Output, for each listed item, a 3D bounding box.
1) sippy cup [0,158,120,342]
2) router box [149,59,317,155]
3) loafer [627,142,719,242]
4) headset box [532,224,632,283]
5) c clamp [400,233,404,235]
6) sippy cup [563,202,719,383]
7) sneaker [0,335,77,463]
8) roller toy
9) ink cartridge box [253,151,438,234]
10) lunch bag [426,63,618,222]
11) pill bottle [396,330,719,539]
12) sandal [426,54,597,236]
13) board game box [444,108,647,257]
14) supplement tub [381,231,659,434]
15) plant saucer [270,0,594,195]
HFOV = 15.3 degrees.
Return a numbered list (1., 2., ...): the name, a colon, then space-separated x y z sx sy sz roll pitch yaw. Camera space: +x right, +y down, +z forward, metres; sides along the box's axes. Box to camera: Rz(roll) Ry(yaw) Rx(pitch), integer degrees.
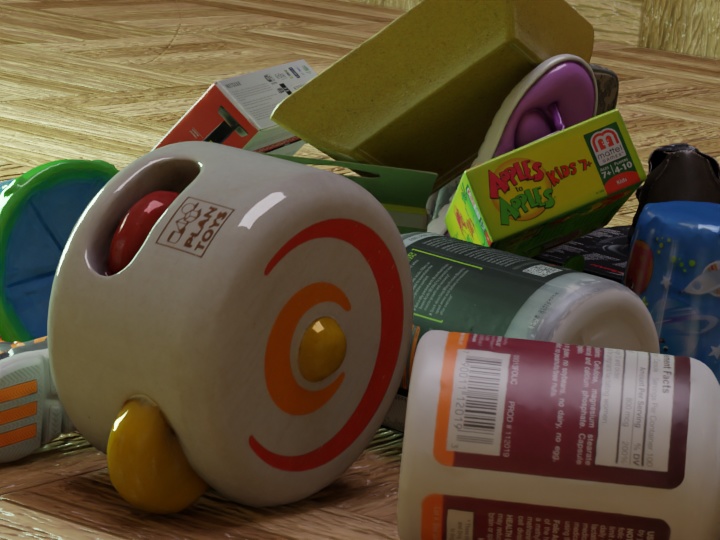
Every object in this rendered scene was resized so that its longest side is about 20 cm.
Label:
1. sippy cup: -0.211 -0.003 1.720 0.177 0.141 0.130 28 -15 -34
2. router box: -0.115 -0.069 1.961 0.049 0.180 0.200 46 18 5
3. loafer: 0.225 -0.051 1.832 0.072 0.072 0.200 5 1 1
4. headset box: 0.197 0.020 1.891 0.199 0.078 0.148 -4 15 -44
5. c clamp: 0.000 0.000 1.739 0.199 0.027 0.171 9 -13 26
6. sippy cup: 0.217 0.028 1.681 0.176 0.131 0.140 4 12 -9
7. sneaker: -0.186 0.053 1.548 0.112 0.078 0.199 16 15 39
8. roller toy: -0.066 0.029 1.444 0.139 0.184 0.199 15 15 39
9. ink cartridge box: -0.023 -0.036 1.904 0.144 0.048 0.200 6 -9 -2
10. lunch bag: 0.087 -0.090 2.049 0.167 0.202 0.139 19 14 32
11. pill bottle: 0.123 0.096 1.374 0.198 0.115 0.114 6 11 5
12. sandal: 0.109 -0.051 1.816 0.082 0.203 0.050 38 -7 -41
13. board game box: 0.112 -0.044 1.676 0.101 0.048 0.200 -23 -6 -4
14. supplement tub: 0.067 0.047 1.576 0.122 0.124 0.199 -6 16 -44
15. plant saucer: 0.063 -0.121 1.854 0.199 0.049 0.200 -35 -23 13
